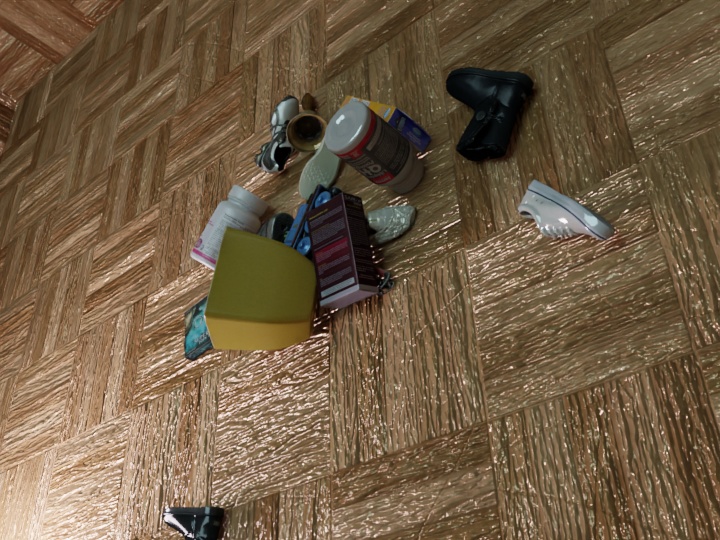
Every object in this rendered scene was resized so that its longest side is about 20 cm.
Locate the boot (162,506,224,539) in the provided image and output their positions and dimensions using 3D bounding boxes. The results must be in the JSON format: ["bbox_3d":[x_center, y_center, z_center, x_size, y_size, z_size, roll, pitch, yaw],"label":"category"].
[{"bbox_3d":[-0.344,0.569,1.540,0.165,0.066,0.201,-18,59,40],"label":"boot"}]

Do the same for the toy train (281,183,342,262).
[{"bbox_3d":[-0.100,-0.088,1.682,0.114,0.087,0.201,5,70,50],"label":"toy train"}]

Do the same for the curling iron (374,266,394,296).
[{"bbox_3d":[0.000,0.000,1.569,0.200,0.026,0.050,31,88,50],"label":"curling iron"}]

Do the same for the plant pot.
[{"bbox_3d":[-0.185,0.053,1.580,0.196,0.199,0.195,100,179,-65],"label":"plant pot"}]

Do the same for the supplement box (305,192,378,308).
[{"bbox_3d":[-0.037,-0.037,1.532,0.109,0.061,0.201,-24,68,38],"label":"supplement box"}]

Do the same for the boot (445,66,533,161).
[{"bbox_3d":[0.215,-0.295,1.495,0.200,0.076,0.169,15,74,43],"label":"boot"}]

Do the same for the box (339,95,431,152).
[{"bbox_3d":[0.056,-0.303,1.630,0.200,0.119,0.042,32,90,51],"label":"box"}]

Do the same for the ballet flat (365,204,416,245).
[{"bbox_3d":[0.017,-0.084,1.576,0.200,0.072,0.072,-23,51,33],"label":"ballet flat"}]

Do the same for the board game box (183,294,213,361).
[{"bbox_3d":[-0.340,0.108,1.846,0.200,0.028,0.136,-34,46,26],"label":"board game box"}]

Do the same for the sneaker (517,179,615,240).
[{"bbox_3d":[0.327,-0.080,1.264,0.071,0.073,0.200,-61,30,11],"label":"sneaker"}]

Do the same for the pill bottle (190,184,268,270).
[{"bbox_3d":[-0.308,-0.094,1.875,0.113,0.113,0.200,25,84,50],"label":"pill bottle"}]

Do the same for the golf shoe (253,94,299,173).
[{"bbox_3d":[-0.182,-0.329,1.932,0.094,0.078,0.201,22,93,46],"label":"golf shoe"}]

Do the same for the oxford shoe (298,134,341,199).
[{"bbox_3d":[-0.075,-0.250,1.785,0.200,0.075,0.058,-64,-2,5],"label":"oxford shoe"}]

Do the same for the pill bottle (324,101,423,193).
[{"bbox_3d":[0.034,-0.234,1.547,0.111,0.200,0.111,-25,50,34],"label":"pill bottle"}]

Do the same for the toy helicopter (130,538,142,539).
[{"bbox_3d":[-0.466,0.615,1.594,0.200,0.132,0.079,-128,41,-66],"label":"toy helicopter"}]

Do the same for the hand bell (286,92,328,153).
[{"bbox_3d":[-0.127,-0.379,1.912,0.104,0.104,0.200,-38,31,22],"label":"hand bell"}]

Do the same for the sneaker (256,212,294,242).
[{"bbox_3d":[-0.198,-0.027,1.759,0.114,0.076,0.200,179,100,-69],"label":"sneaker"}]
